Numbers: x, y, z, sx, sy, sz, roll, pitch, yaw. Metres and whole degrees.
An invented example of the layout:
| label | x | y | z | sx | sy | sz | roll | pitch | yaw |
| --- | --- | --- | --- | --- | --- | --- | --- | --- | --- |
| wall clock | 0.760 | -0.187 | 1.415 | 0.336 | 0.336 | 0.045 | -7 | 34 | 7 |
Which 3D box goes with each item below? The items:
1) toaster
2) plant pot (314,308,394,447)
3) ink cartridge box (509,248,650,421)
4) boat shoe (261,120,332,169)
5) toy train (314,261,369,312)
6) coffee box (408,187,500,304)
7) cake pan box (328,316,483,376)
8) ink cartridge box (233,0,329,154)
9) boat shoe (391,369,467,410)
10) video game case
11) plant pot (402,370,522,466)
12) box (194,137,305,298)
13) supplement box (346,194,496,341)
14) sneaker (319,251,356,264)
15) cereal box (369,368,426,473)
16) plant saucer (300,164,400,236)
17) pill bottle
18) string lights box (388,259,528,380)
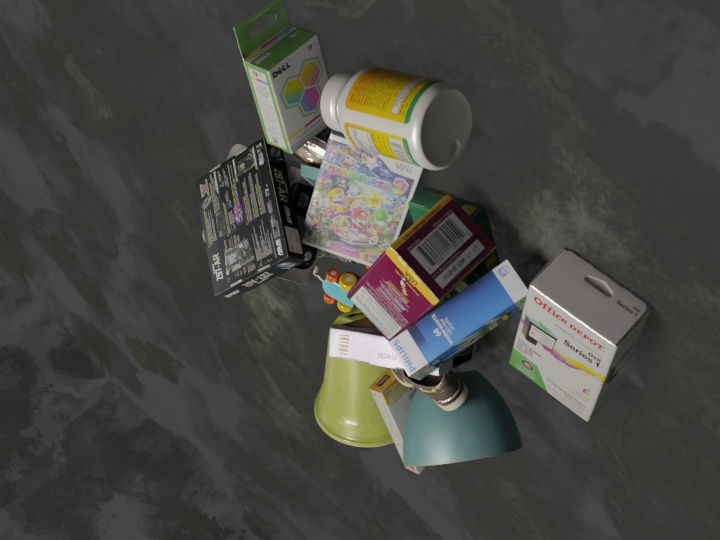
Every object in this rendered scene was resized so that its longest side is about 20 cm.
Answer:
| label | x | y | z | sx | sy | sz | roll | pitch | yaw |
| --- | --- | --- | --- | --- | --- | --- | --- | --- | --- |
| toaster | -0.147 | -0.098 | 1.756 | 0.199 | 0.183 | 0.118 | 26 | -172 | 40 |
| plant pot | 0.013 | 0.176 | 1.930 | 0.199 | 0.200 | 0.186 | 29 | 136 | 34 |
| ink cartridge box | 0.293 | 0.090 | 1.474 | 0.144 | 0.084 | 0.201 | 37 | 151 | 23 |
| boat shoe | -0.064 | -0.192 | 1.671 | 0.199 | 0.065 | 0.072 | 36 | 179 | 17 |
| toy train | 0.000 | 0.000 | 1.766 | 0.199 | 0.056 | 0.151 | -4 | 124 | 46 |
| coffee box | 0.149 | -0.020 | 1.594 | 0.122 | 0.044 | 0.201 | 20 | 142 | 43 |
| cake pan box | 0.077 | 0.112 | 1.681 | 0.198 | 0.184 | 0.053 | 8 | 101 | 28 |
| ink cartridge box | -0.105 | -0.282 | 1.569 | 0.059 | 0.104 | 0.201 | 26 | 145 | 37 |
| boat shoe | 0.096 | 0.158 | 1.750 | 0.060 | 0.072 | 0.200 | 48 | 173 | -34 |
| video game case | -0.001 | -0.100 | 1.603 | 0.142 | 0.018 | 0.201 | 19 | 127 | -1 |
| plant pot | 0.159 | 0.239 | 1.795 | 0.200 | 0.198 | 0.136 | -20 | 78 | 62 |
| box | -0.173 | -0.079 | 1.667 | 0.159 | 0.043 | 0.202 | -27 | 66 | 33 |
| supplement box | 0.082 | 0.002 | 1.529 | 0.103 | 0.131 | 0.200 | 47 | 154 | 3 |
| sneaker | -0.041 | -0.039 | 1.823 | 0.082 | 0.075 | 0.199 | 55 | 152 | -10 |
| cereal box | 0.104 | 0.234 | 1.889 | 0.039 | 0.144 | 0.201 | 15 | 139 | 46 |
| plant saucer | -0.013 | -0.097 | 1.680 | 0.200 | 0.019 | 0.070 | 40 | 169 | -34 |
| pill bottle | 0.042 | -0.207 | 1.434 | 0.199 | 0.113 | 0.113 | 21 | 143 | 43 |
| string lights box | 0.141 | 0.071 | 1.508 | 0.059 | 0.199 | 0.103 | 56 | -175 | 13 |
